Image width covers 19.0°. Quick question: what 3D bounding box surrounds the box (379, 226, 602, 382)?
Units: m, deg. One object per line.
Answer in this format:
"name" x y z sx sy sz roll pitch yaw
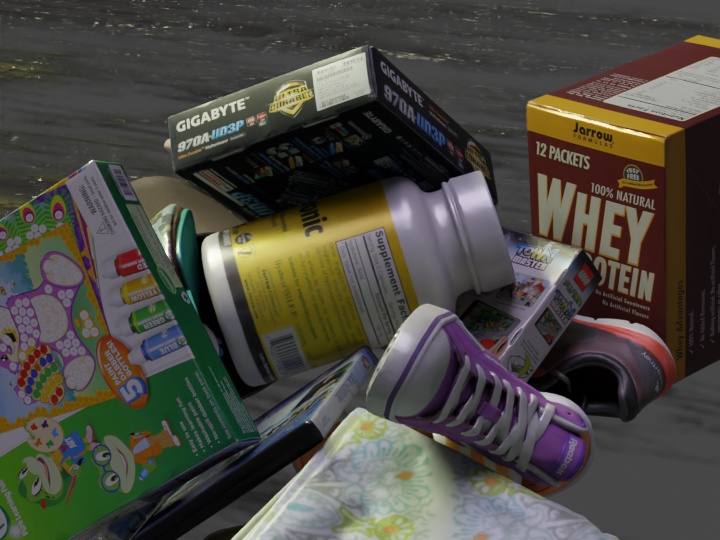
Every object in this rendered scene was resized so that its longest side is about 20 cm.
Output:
"box" 0.065 0.015 1.544 0.200 0.035 0.110 18 63 47

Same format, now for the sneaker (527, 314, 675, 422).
"sneaker" 0.119 0.064 1.535 0.200 0.077 0.082 7 33 27

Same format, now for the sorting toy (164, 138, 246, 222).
"sorting toy" -0.053 -0.057 1.766 0.185 0.036 0.200 44 28 10

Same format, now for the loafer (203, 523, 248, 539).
"loafer" -0.008 0.163 1.326 0.200 0.068 0.076 -6 23 -5

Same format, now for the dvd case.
"dvd case" -0.064 0.114 1.376 0.143 0.018 0.200 -35 4 15

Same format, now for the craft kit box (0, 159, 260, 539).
"craft kit box" -0.192 0.065 1.342 0.197 0.200 0.049 -32 -11 18

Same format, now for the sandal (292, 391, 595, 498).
"sandal" 0.049 0.130 1.396 0.207 0.079 0.059 -6 23 17

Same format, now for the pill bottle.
"pill bottle" 0.000 0.000 1.478 0.200 0.111 0.111 -17 23 1

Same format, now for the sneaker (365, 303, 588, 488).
"sneaker" 0.078 0.079 1.261 0.114 0.073 0.200 28 1 19

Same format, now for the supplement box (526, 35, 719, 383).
"supplement box" 0.242 -0.048 1.612 0.200 0.197 0.133 -22 29 -37

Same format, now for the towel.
"towel" 0.033 0.174 1.229 0.200 0.048 0.171 27 51 22

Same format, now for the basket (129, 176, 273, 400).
"basket" -0.139 0.008 1.641 0.180 0.136 0.200 -11 20 -10

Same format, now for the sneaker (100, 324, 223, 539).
"sneaker" -0.154 0.087 1.440 0.085 0.077 0.200 33 36 -11

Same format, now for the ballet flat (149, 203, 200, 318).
"ballet flat" -0.136 0.024 1.438 0.071 0.069 0.200 -14 39 -1

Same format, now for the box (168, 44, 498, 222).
"box" -0.015 -0.076 1.511 0.159 0.046 0.200 -18 -27 23
